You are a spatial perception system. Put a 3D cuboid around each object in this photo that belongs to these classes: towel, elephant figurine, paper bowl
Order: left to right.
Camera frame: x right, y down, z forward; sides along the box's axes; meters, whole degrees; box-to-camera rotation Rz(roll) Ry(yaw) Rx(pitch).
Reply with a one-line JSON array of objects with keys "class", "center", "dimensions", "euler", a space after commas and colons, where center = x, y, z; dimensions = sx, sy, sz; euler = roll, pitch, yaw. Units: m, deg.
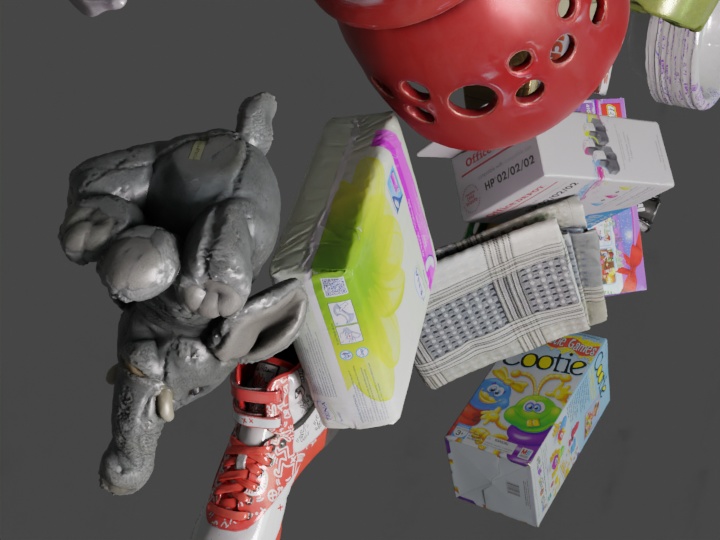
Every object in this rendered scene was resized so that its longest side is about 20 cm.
[{"class": "elephant figurine", "center": [-0.107, 0.020, 0.709], "dimensions": [0.200, 0.155, 0.142], "euler": [86, -10, -48]}, {"class": "towel", "center": [0.130, 0.029, 1.057], "dimensions": [0.193, 0.200, 0.035], "euler": [64, 5, -49]}, {"class": "paper bowl", "center": [0.400, -0.304, 1.423], "dimensions": [0.201, 0.104, 0.201], "euler": [-33, 130, -51]}]

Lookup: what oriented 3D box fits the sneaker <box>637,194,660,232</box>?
[{"class": "sneaker", "center": [0.274, -0.096, 1.291], "dimensions": [0.200, 0.115, 0.076], "euler": [16, 89, -60]}]

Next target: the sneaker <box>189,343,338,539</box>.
[{"class": "sneaker", "center": [-0.082, 0.133, 0.838], "dimensions": [0.201, 0.067, 0.108], "euler": [-57, 145, -35]}]

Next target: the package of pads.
[{"class": "package of pads", "center": [0.000, 0.000, 0.853], "dimensions": [0.200, 0.068, 0.155], "euler": [-72, 152, -49]}]

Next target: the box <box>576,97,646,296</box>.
[{"class": "box", "center": [0.212, -0.070, 1.153], "dimensions": [0.137, 0.039, 0.200], "euler": [-6, 89, -27]}]

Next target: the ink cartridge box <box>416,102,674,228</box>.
[{"class": "ink cartridge box", "center": [0.163, -0.089, 1.024], "dimensions": [0.200, 0.115, 0.068], "euler": [1, 71, -33]}]

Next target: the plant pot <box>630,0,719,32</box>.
[{"class": "plant pot", "center": [0.338, -0.363, 1.232], "dimensions": [0.200, 0.200, 0.184], "euler": [-5, 119, -59]}]

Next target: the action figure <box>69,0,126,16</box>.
[{"class": "action figure", "center": [-0.085, -0.218, 0.640], "dimensions": [0.193, 0.105, 0.200], "euler": [-48, 140, -24]}]

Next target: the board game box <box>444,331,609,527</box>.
[{"class": "board game box", "center": [0.189, 0.163, 1.275], "dimensions": [0.200, 0.103, 0.105], "euler": [-49, 141, -37]}]

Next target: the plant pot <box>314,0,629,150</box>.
[{"class": "plant pot", "center": [0.066, -0.209, 0.809], "dimensions": [0.182, 0.200, 0.201], "euler": [34, 73, -52]}]

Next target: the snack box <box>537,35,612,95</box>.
[{"class": "snack box", "center": [0.237, -0.285, 1.184], "dimensions": [0.024, 0.072, 0.200], "euler": [-4, 106, -59]}]

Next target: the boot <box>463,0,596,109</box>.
[{"class": "boot", "center": [0.164, -0.218, 1.089], "dimensions": [0.155, 0.073, 0.200], "euler": [-16, 109, -54]}]

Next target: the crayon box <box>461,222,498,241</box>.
[{"class": "crayon box", "center": [0.174, -0.022, 1.218], "dimensions": [0.200, 0.052, 0.126], "euler": [46, 63, -56]}]
